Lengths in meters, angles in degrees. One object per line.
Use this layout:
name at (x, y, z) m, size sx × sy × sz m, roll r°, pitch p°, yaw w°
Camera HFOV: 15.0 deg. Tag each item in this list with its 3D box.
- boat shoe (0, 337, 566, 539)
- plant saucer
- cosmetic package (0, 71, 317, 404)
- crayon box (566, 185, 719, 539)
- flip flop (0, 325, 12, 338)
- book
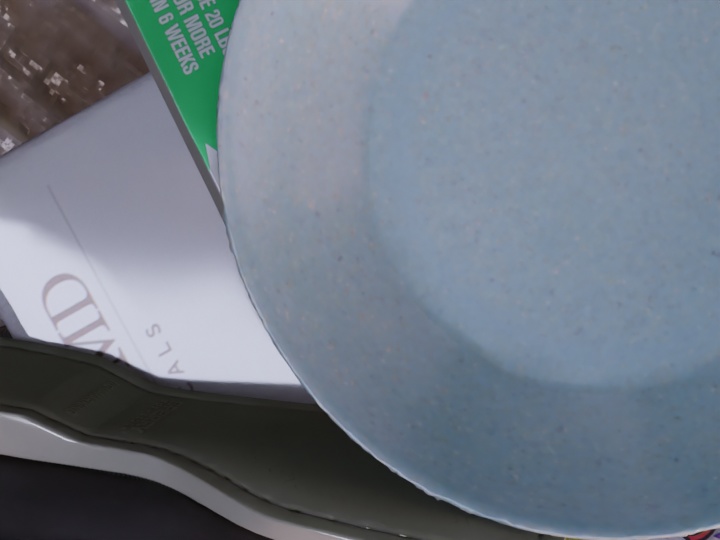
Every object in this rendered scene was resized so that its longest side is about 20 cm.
boat shoe at (-0.040, 0.068, 0.722) m, size 0.200 × 0.072 × 0.061 m, roll 13°, pitch 110°, yaw 25°
plant saucer at (0.063, -0.033, 0.696) m, size 0.200 × 0.039 × 0.202 m, roll 0°, pitch 87°, yaw -1°
cosmetic package at (0.000, 0.000, 0.852) m, size 0.199 × 0.166 × 0.168 m, roll -29°, pitch 93°, yaw -2°
crayon box at (0.096, 0.078, 0.730) m, size 0.119 × 0.058 × 0.200 m, roll 38°, pitch 89°, yaw 19°
flip flop at (-0.045, 0.063, 0.963) m, size 0.199 × 0.058 × 0.082 m, roll 6°, pitch 94°, yaw -2°
book at (0.029, -0.106, 0.735) m, size 0.199 × 0.048 × 0.134 m, roll -28°, pitch 102°, yaw -6°
